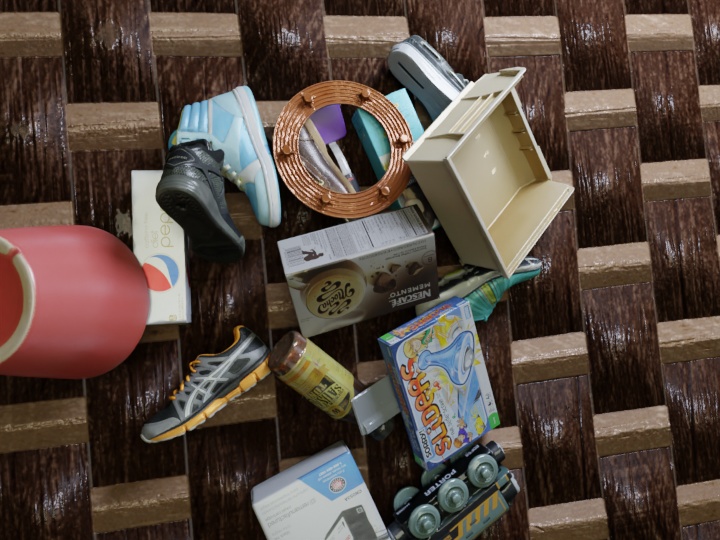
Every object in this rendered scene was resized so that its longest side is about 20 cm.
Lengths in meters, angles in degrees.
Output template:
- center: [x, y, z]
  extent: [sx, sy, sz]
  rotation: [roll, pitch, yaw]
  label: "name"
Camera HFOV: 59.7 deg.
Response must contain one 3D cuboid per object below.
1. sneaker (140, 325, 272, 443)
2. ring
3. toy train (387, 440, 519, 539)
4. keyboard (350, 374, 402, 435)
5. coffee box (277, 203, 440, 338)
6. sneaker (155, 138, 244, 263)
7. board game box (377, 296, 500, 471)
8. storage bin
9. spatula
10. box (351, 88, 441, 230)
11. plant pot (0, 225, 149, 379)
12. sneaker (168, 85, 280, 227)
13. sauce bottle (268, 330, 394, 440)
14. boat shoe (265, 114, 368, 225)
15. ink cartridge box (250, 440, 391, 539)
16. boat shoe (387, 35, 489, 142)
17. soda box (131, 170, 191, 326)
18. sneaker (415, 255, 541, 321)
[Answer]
- center: [-0.206, 0.152, 0.830]
  extent: [0.199, 0.078, 0.078]
  rotation: [-36, 94, -22]
  label: "sneaker"
- center: [-0.020, -0.169, 0.851]
  extent: [0.197, 0.019, 0.203]
  rotation: [3, 77, -11]
  label: "ring"
- center: [0.133, 0.329, 0.879]
  extent: [0.199, 0.085, 0.115]
  rotation: [-35, 105, -13]
  label: "toy train"
- center: [0.071, 0.154, 0.875]
  extent: [0.199, 0.011, 0.057]
  rotation: [-28, 105, -30]
  label: "keyboard"
- center: [0.000, 0.000, 0.842]
  extent: [0.197, 0.080, 0.114]
  rotation: [-15, 129, -6]
  label: "coffee box"
- center: [-0.193, -0.090, 0.804]
  extent: [0.075, 0.200, 0.116]
  rotation: [-3, 61, 10]
  label: "sneaker"
- center: [0.112, 0.155, 0.864]
  extent: [0.134, 0.034, 0.202]
  rotation: [-26, 111, -22]
  label: "board game box"
- center: [0.184, -0.135, 0.860]
  extent: [0.199, 0.093, 0.201]
  rotation: [-48, 122, -21]
  label: "storage bin"
- center: [-0.026, -0.152, 0.910]
  extent: [0.056, 0.021, 0.202]
  rotation: [-22, 91, -13]
  label: "spatula"
- center: [0.065, -0.151, 0.913]
  extent: [0.082, 0.049, 0.202]
  rotation: [-25, 90, -11]
  label: "box"
- center: [-0.376, 0.035, 0.723]
  extent: [0.197, 0.177, 0.203]
  rotation: [-1, 86, 10]
  label: "plant pot"
- center: [-0.186, -0.142, 0.853]
  extent: [0.129, 0.080, 0.202]
  rotation: [-15, 79, -13]
  label: "sneaker"
- center: [-0.034, 0.161, 0.846]
  extent: [0.199, 0.066, 0.066]
  rotation: [40, 80, -21]
  label: "sauce bottle"
- center: [-0.060, -0.121, 0.878]
  extent: [0.070, 0.070, 0.201]
  rotation: [-32, 84, -18]
  label: "boat shoe"
- center: [-0.040, 0.357, 0.838]
  extent: [0.144, 0.084, 0.202]
  rotation: [-25, 91, -12]
  label: "ink cartridge box"
- center: [0.129, -0.265, 0.921]
  extent: [0.200, 0.072, 0.071]
  rotation: [47, 63, -13]
  label: "boat shoe"
- center: [-0.264, -0.028, 0.835]
  extent: [0.067, 0.064, 0.203]
  rotation: [-2, 87, -10]
  label: "soda box"
- center: [0.173, 0.032, 0.919]
  extent: [0.198, 0.078, 0.080]
  rotation: [-23, 107, -6]
  label: "sneaker"
